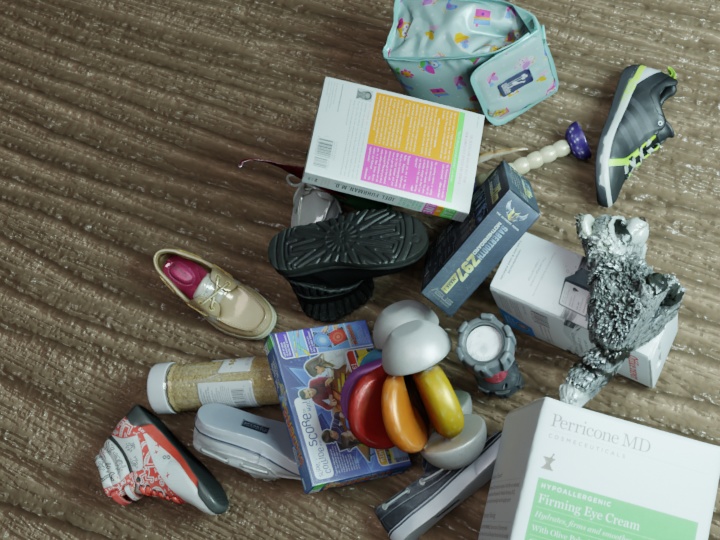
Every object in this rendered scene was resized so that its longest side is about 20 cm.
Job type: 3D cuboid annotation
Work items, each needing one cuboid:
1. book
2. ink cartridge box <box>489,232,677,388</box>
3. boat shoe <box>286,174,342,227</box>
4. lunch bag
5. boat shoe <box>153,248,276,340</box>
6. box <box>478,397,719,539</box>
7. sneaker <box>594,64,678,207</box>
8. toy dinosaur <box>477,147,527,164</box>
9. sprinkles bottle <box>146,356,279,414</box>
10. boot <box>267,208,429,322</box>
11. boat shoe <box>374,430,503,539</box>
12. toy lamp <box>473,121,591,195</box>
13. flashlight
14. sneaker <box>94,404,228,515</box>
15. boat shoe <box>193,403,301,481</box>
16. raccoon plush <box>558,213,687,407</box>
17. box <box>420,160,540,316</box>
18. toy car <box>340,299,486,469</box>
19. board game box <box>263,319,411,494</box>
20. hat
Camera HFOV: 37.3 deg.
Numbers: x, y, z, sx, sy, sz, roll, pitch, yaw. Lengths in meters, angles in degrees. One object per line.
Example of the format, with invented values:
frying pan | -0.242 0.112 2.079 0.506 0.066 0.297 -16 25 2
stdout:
book | 0.040 -0.143 1.269 0.198 0.048 0.135 14 64 -7
ink cartridge box | 0.265 0.047 1.255 0.199 0.147 0.086 23 78 22
boat shoe | -0.054 -0.125 1.444 0.074 0.086 0.203 14 77 21
lunch bag | 0.151 -0.273 1.382 0.198 0.170 0.123 7 73 22
boat shoe | -0.205 0.030 1.450 0.199 0.069 0.074 27 82 23
box | 0.248 0.249 1.141 0.197 0.200 0.173 16 76 0
sneaker | 0.350 -0.172 1.341 0.082 0.072 0.201 14 77 20
toy dinosaur | 0.103 -0.135 1.359 0.199 0.060 0.107 11 62 55
sprinkles bottle | -0.178 0.149 1.405 0.198 0.068 0.069 -6 71 15
boot | 0.000 -0.002 1.350 0.209 0.158 0.080 -4 60 19
boat shoe | 0.102 0.247 1.287 0.200 0.072 0.068 -42 67 9
toy lamp | 0.196 -0.132 1.386 0.199 0.058 0.059 -23 67 7
flashlight | 0.156 0.107 1.240 0.068 0.200 0.068 -28 66 5
sneaker | -0.264 0.278 1.392 0.201 0.067 0.108 40 89 28
boat shoe | -0.120 0.233 1.364 0.199 0.074 0.066 22 118 11
raccoon plush | 0.246 0.029 1.141 0.200 0.097 0.134 -43 58 -2
box | 0.142 -0.043 1.281 0.051 0.200 0.158 37 105 -6
toy car | 0.050 0.145 1.251 0.149 0.200 0.176 -24 105 0
board game box | -0.030 0.166 1.331 0.134 0.035 0.201 -7 65 -24
hat | -0.060 -0.125 1.365 0.175 0.201 0.166 -12 45 -3
